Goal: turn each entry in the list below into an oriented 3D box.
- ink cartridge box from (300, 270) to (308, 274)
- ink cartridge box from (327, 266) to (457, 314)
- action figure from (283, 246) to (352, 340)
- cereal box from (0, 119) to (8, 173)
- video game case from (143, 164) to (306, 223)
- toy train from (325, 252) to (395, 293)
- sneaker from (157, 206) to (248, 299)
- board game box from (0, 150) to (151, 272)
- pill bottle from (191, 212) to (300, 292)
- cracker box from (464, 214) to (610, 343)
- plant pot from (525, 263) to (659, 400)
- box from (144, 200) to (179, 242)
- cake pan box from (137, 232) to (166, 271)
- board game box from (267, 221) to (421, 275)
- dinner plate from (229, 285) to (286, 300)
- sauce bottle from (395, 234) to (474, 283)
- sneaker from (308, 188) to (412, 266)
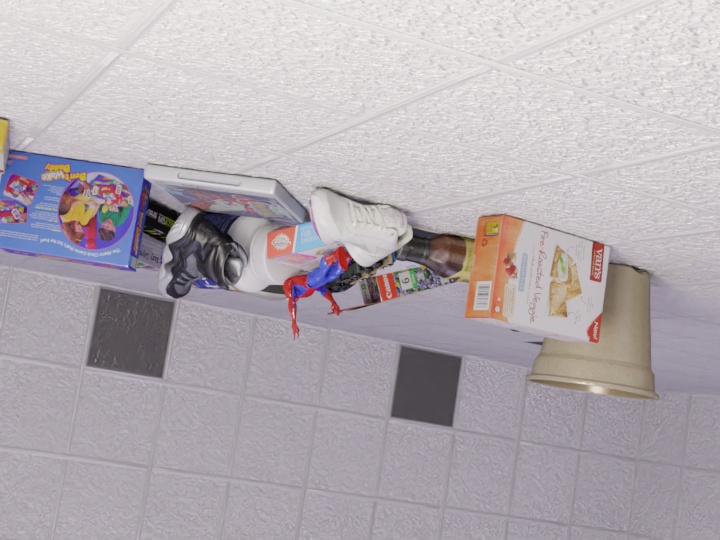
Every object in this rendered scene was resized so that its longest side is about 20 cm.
[{"bbox_3d":[-0.081,-0.014,2.063,0.198,0.051,0.109,12,173,-17],"label":"ink cartridge box"},{"bbox_3d":[0.046,0.023,1.966,0.198,0.051,0.109,-14,179,-16],"label":"ink cartridge box"},{"bbox_3d":[-0.053,0.035,1.771,0.065,0.100,0.199,-10,171,-34],"label":"action figure"},{"bbox_3d":[-0.513,-0.167,1.530,0.142,0.040,0.200,11,173,-16],"label":"cereal box"},{"bbox_3d":[-0.181,-0.102,1.680,0.180,0.023,0.200,8,173,10],"label":"video game case"},{"bbox_3d":[0.000,0.000,1.791,0.045,0.035,0.200,0,165,-27],"label":"toy train"},{"bbox_3d":[-0.231,-0.001,1.799,0.113,0.076,0.201,30,144,6],"label":"sneaker"},{"bbox_3d":[-0.394,-0.081,1.669,0.197,0.136,0.045,9,173,5],"label":"board game box"},{"bbox_3d":[-0.190,-0.028,1.886,0.198,0.121,0.119,3,171,39],"label":"pill bottle"},{"bbox_3d":[0.237,0.014,1.620,0.198,0.136,0.057,13,171,-34],"label":"cracker box"},{"bbox_3d":[0.358,0.088,1.835,0.198,0.186,0.200,9,172,1],"label":"plant pot"},{"bbox_3d":[-0.393,-0.087,1.983,0.198,0.048,0.193,8,170,19],"label":"box"},{"bbox_3d":[-0.422,-0.047,1.952,0.182,0.053,0.200,10,172,26],"label":"cake pan box"},{"bbox_3d":[-0.020,-0.031,1.818,0.152,0.041,0.199,-12,162,32],"label":"board game box"},{"bbox_3d":[-0.185,0.018,2.062,0.198,0.025,0.200,16,-169,-3],"label":"dinner plate"},{"bbox_3d":[0.143,-0.017,1.778,0.198,0.067,0.066,12,172,-16],"label":"sauce bottle"},{"bbox_3d":[0.000,-0.069,1.611,0.099,0.076,0.200,-21,157,21],"label":"sneaker"}]
